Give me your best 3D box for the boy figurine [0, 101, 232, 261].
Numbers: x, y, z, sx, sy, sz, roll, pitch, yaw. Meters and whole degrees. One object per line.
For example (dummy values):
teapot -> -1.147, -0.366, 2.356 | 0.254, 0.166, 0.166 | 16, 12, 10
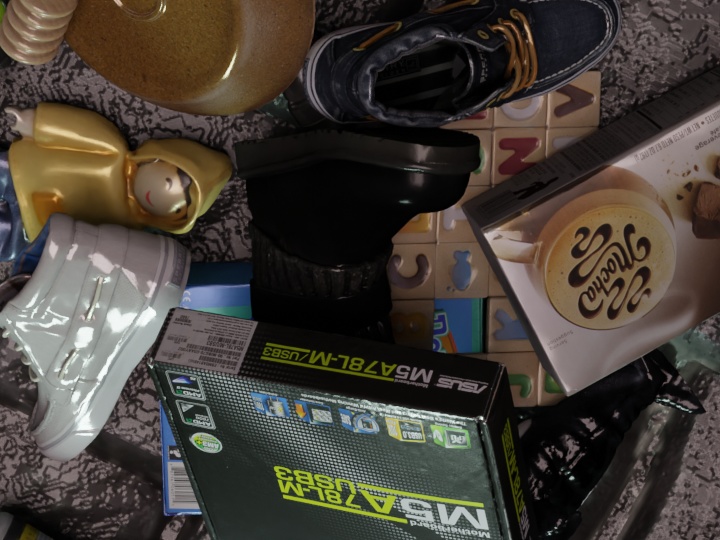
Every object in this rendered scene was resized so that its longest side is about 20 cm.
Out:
boy figurine -> -0.174, -0.039, 1.733 | 0.199, 0.064, 0.125 | -2, 107, 9

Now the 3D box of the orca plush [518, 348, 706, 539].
orca plush -> 0.120, 0.136, 1.726 | 0.199, 0.071, 0.105 | -31, 125, 2

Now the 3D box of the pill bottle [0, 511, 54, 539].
pill bottle -> -0.170, 0.244, 1.804 | 0.199, 0.112, 0.112 | 32, 109, -6

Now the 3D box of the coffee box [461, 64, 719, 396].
coffee box -> 0.174, -0.030, 1.675 | 0.199, 0.080, 0.113 | -28, 104, -1

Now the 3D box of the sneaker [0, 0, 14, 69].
sneaker -> -0.267, -0.097, 1.694 | 0.074, 0.081, 0.201 | 37, 81, -49

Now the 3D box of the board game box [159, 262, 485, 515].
board game box -> -0.022, 0.072, 1.767 | 0.199, 0.045, 0.153 | 1, 108, 4

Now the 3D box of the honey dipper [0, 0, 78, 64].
honey dipper -> -0.157, -0.193, 1.603 | 0.038, 0.038, 0.200 | 25, 135, -4

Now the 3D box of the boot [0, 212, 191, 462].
boot -> -0.180, 0.035, 1.721 | 0.095, 0.074, 0.200 | 19, 135, -17

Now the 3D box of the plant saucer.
plant saucer -> -0.119, -0.167, 1.646 | 0.199, 0.035, 0.201 | 20, 131, 24

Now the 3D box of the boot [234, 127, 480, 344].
boot -> 0.002, 0.000, 1.636 | 0.079, 0.211, 0.159 | -4, 92, -29

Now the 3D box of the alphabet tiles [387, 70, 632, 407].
alphabet tiles -> 0.091, -0.018, 1.714 | 0.166, 0.008, 0.201 | -2, 101, -15

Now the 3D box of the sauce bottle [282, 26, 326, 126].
sauce bottle -> -0.070, -0.176, 1.677 | 0.064, 0.065, 0.201 | -28, 107, 13

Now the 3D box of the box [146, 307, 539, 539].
box -> -0.006, 0.106, 1.643 | 0.199, 0.048, 0.194 | 10, 143, 17

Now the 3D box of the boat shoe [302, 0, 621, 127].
boat shoe -> 0.073, -0.118, 1.631 | 0.199, 0.091, 0.071 | -17, 105, -21
